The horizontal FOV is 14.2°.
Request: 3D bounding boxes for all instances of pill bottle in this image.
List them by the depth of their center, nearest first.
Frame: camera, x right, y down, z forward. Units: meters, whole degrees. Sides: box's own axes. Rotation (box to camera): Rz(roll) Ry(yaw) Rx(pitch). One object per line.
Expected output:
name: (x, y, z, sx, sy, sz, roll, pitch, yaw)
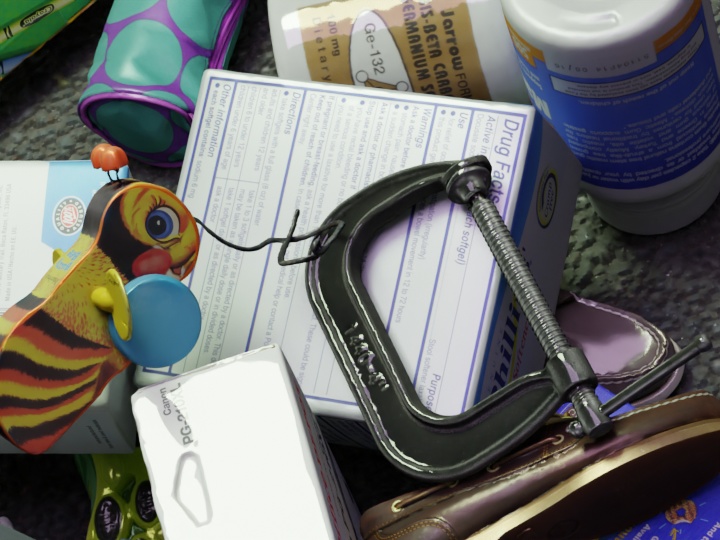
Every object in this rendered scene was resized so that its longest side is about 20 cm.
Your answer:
pill bottle: (0.149, -0.109, 1.617, 0.112, 0.200, 0.112, -8, 54, 11)
pill bottle: (0.053, -0.144, 1.726, 0.200, 0.114, 0.114, -12, 53, 8)

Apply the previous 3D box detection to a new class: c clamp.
c clamp: (0.063, 0.018, 1.472, 0.171, 0.027, 0.200, -40, 60, 12)

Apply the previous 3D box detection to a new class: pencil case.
pencil case: (-0.106, -0.163, 1.807, 0.092, 0.085, 0.200, 6, 58, 22)

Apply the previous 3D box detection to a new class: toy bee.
toy bee: (-0.125, -0.004, 1.475, 0.200, 0.109, 0.131, -44, 19, -33)

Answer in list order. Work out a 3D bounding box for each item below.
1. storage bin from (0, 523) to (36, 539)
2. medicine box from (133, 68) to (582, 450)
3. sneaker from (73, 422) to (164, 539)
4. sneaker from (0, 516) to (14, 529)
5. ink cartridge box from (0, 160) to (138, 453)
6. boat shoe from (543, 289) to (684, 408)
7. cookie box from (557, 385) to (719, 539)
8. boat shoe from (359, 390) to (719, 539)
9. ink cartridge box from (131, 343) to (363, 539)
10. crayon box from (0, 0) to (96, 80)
storage bin: (-0.218, 0.211, 1.480, 0.134, 0.145, 0.200, -57, 26, 11)
medicine box: (0.000, 0.000, 1.574, 0.200, 0.103, 0.182, 8, 78, 21)
sneaker: (-0.123, 0.118, 1.622, 0.074, 0.084, 0.200, -16, 71, 5)
sneaker: (-0.284, 0.170, 1.645, 0.200, 0.075, 0.087, 8, 46, 14)
ink cartridge box: (-0.222, 0.021, 1.580, 0.200, 0.085, 0.145, 1, 69, 6)
boat shoe: (0.081, 0.035, 1.624, 0.200, 0.060, 0.072, 9, 59, 23)
cookie box: (0.142, 0.179, 1.494, 0.200, 0.075, 0.171, 34, 70, 34)
boat shoe: (0.094, 0.106, 1.467, 0.200, 0.070, 0.070, -25, 56, -1)
ink cartridge box: (-0.040, 0.156, 1.487, 0.084, 0.200, 0.145, -20, 53, 3)
crayon box: (-0.248, -0.177, 1.857, 0.200, 0.058, 0.119, -42, 36, -13)
